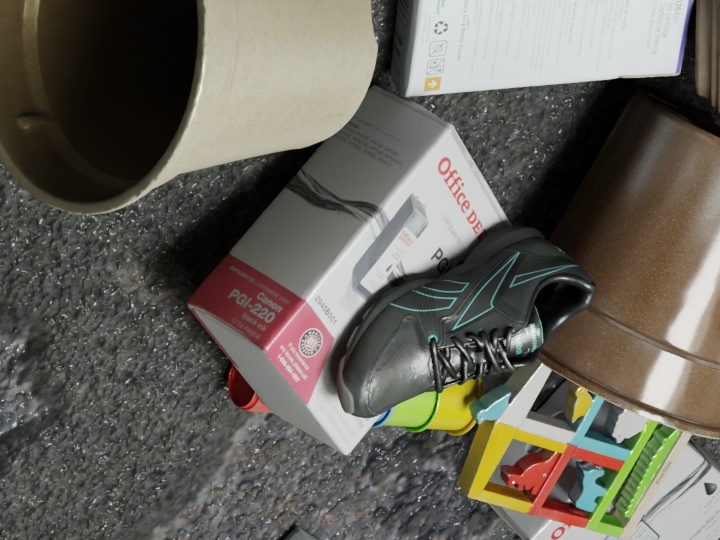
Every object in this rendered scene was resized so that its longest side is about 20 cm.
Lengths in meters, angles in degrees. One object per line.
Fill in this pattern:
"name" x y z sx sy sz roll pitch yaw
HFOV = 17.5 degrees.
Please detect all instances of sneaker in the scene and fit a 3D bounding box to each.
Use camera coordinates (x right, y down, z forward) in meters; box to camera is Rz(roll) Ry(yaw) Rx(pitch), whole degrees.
"sneaker" 0.070 0.037 1.537 0.200 0.079 0.076 -36 136 -27

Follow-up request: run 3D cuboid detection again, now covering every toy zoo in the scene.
"toy zoo" 0.158 0.127 1.762 0.199 0.020 0.132 18 108 -34

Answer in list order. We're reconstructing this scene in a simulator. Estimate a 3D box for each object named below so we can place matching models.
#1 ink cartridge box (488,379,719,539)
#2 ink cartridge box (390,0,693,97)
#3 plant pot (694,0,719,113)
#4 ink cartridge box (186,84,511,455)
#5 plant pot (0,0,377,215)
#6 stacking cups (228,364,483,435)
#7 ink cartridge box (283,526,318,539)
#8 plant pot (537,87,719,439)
"ink cartridge box" 0.208 0.181 1.904 0.147 0.086 0.200 -47 139 5
"ink cartridge box" 0.126 -0.212 1.523 0.199 0.047 0.199 -7 127 -19
"plant pot" 0.276 -0.169 1.595 0.092 0.201 0.202 0 133 9
"ink cartridge box" 0.000 0.000 1.566 0.200 0.085 0.146 -51 140 -14
"plant pot" -0.097 -0.137 1.354 0.183 0.200 0.201 -5 127 -49
"stacking cups" -0.002 0.088 1.683 0.199 0.061 0.061 4 121 -40
"ink cartridge box" -0.039 0.321 1.829 0.176 0.084 0.200 -46 139 4
"plant pot" 0.225 -0.012 1.691 0.200 0.200 0.199 13 108 -43
